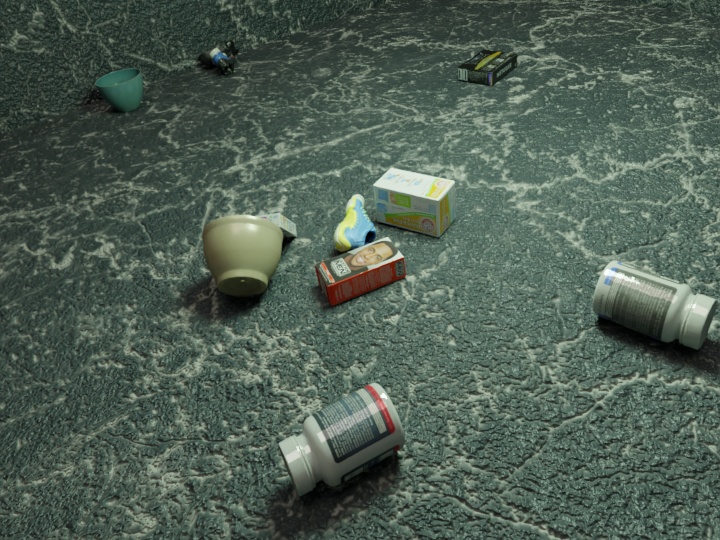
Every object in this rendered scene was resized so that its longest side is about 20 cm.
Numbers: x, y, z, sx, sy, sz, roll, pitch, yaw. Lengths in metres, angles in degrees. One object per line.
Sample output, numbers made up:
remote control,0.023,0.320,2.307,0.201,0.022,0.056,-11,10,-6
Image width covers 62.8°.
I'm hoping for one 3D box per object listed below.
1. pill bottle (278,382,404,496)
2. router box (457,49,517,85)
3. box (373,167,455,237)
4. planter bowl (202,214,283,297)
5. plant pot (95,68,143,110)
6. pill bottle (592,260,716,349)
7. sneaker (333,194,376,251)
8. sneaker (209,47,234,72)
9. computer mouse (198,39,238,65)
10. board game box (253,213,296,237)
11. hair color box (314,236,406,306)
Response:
pill bottle,-0.034,0.287,0.995,0.195,0.122,0.120,-23,39,-17
router box,0.489,-0.783,2.271,0.154,0.053,0.199,23,49,35
box,0.143,-0.180,1.546,0.195,0.115,0.101,17,43,31
planter bowl,-0.280,-0.022,1.408,0.193,0.201,0.139,-7,65,4
plant pot,-1.031,-0.775,2.571,0.193,0.138,0.203,-6,37,5
pill bottle,0.560,0.066,1.131,0.197,0.116,0.113,25,49,38
sneaker,0.001,-0.117,1.549,0.102,0.077,0.203,13,50,10
sneaker,-0.640,-0.967,2.779,0.076,0.112,0.200,-39,5,1
computer mouse,-0.688,-1.037,2.857,0.194,0.054,0.138,-19,-6,3
board game box,-0.247,-0.107,1.516,0.130,0.036,0.200,-7,-4,5
hair color box,0.000,0.000,1.398,0.195,0.063,0.102,-21,38,-14
